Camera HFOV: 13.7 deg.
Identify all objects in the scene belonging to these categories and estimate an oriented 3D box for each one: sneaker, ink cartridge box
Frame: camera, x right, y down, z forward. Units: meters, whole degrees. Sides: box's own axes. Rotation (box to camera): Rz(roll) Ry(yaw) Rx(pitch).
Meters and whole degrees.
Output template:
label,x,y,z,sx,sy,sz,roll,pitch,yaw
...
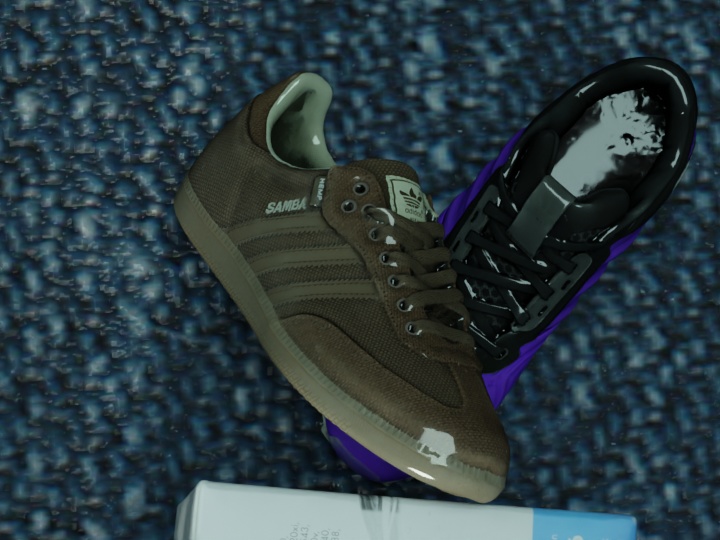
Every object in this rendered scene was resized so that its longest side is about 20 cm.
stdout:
label,x,y,z,sx,sy,sz,roll,pitch,yaw
sneaker,0.000,0.000,1.085,0.076,0.070,0.200,-55,49,14
ink cartridge box,-0.009,0.118,1.094,0.199,0.116,0.068,5,80,-7
sneaker,0.057,-0.009,1.128,0.069,0.100,0.200,39,79,2
